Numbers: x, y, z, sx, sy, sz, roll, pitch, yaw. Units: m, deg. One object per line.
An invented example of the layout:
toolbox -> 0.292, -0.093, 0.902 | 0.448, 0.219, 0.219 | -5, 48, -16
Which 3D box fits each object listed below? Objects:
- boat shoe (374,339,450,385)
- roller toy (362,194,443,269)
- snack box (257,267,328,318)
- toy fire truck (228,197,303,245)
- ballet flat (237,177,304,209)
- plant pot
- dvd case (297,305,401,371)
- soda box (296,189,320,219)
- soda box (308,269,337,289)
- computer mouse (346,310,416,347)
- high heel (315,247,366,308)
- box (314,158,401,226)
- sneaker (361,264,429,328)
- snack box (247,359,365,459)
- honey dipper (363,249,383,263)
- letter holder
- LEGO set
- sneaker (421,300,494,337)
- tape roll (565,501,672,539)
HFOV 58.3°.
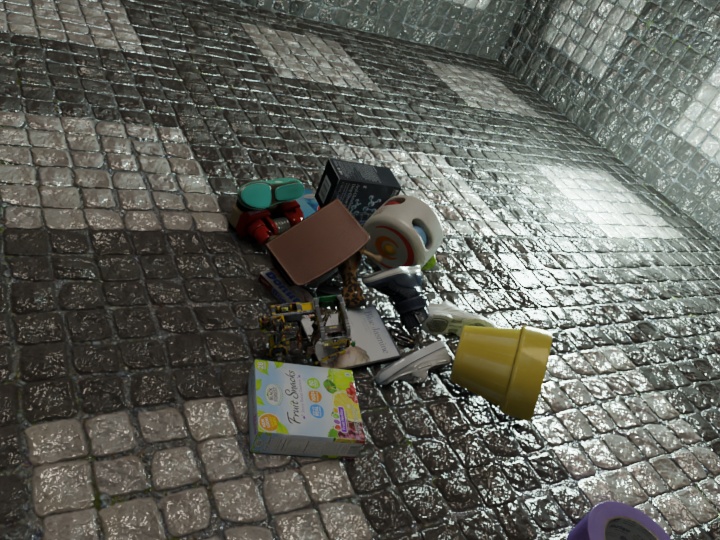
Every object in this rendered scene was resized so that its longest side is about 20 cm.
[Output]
boat shoe -> 0.120, 0.212, 1.396 | 0.200, 0.074, 0.065 | -21, 79, -32
roller toy -> 0.100, -0.086, 1.627 | 0.200, 0.183, 0.140 | 30, 50, 17
snack box -> -0.144, 0.065, 1.472 | 0.200, 0.024, 0.072 | 42, 39, 24
toy fire truck -> -0.200, -0.114, 1.598 | 0.176, 0.129, 0.200 | -18, 58, -46
ballet flat -> -0.228, -0.187, 1.556 | 0.070, 0.067, 0.200 | 14, 21, 42
plant pot -> 0.304, 0.206, 1.422 | 0.189, 0.201, 0.201 | 15, 32, 13
dvd case -> -0.022, 0.151, 1.402 | 0.200, 0.018, 0.143 | -8, 55, -31
soda box -> -0.141, -0.138, 1.715 | 0.068, 0.064, 0.200 | 2, 40, -29
soda box -> -0.080, -0.032, 1.605 | 0.063, 0.068, 0.200 | 34, 36, 11
computer mouse -> 0.038, 0.133, 1.484 | 0.200, 0.034, 0.059 | 16, 34, -13
high heel -> 0.000, 0.000, 1.506 | 0.142, 0.071, 0.200 | 16, 64, 39
box -> -0.011, -0.215, 1.825 | 0.200, 0.149, 0.107 | 3, 40, -28
sneaker -> 0.087, 0.065, 1.490 | 0.202, 0.077, 0.146 | -5, 84, -49
snack box -> -0.104, 0.257, 1.198 | 0.200, 0.068, 0.169 | 8, 38, -19
honey dipper -> -0.035, -0.065, 1.591 | 0.200, 0.038, 0.038 | 26, 33, -11
letter holder -> -0.088, -0.041, 1.459 | 0.200, 0.101, 0.142 | -34, 67, -14
LEGO set -> -0.097, 0.137, 1.268 | 0.200, 0.154, 0.116 | 0, 38, -15
sneaker -> 0.239, 0.114, 1.599 | 0.200, 0.078, 0.099 | 14, 32, -17
tape roll -> 0.482, 0.531, 1.172 | 0.200, 0.085, 0.200 | 17, 35, -12
